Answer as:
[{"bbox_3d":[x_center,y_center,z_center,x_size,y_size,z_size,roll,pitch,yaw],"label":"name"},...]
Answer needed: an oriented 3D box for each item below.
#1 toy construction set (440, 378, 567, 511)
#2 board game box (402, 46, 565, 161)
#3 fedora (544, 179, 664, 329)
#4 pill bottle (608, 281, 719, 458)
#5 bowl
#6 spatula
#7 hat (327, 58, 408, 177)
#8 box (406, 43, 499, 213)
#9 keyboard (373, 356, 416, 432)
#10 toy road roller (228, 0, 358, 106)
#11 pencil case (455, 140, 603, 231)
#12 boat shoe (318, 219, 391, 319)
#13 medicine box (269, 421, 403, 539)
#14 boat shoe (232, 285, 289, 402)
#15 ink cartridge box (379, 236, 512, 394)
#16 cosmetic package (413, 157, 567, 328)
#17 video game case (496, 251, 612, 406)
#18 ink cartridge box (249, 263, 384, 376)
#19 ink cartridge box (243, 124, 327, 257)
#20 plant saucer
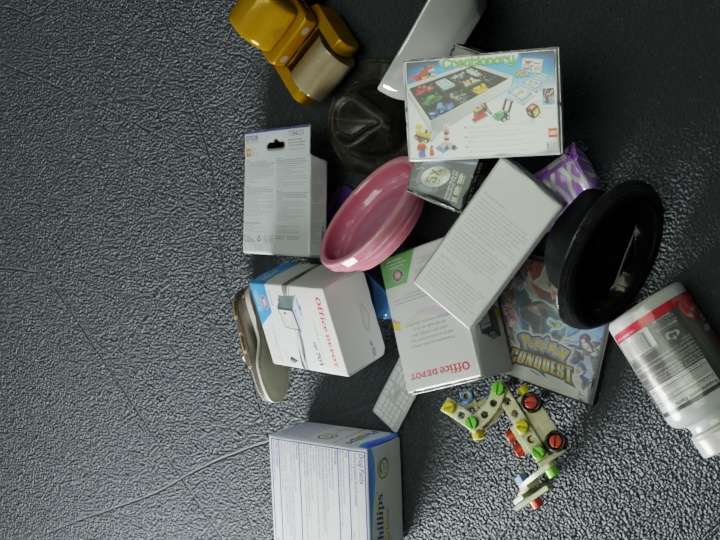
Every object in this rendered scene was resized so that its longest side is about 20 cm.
[{"bbox_3d":[0.216,0.240,1.344,0.130,0.092,0.202,-34,84,6],"label":"toy construction set"},{"bbox_3d":[0.153,-0.204,1.179,0.196,0.035,0.129,0,101,20],"label":"board game box"},{"bbox_3d":[0.296,-0.030,1.213,0.091,0.198,0.204,35,114,46],"label":"fedora"},{"bbox_3d":[0.409,0.126,1.190,0.110,0.110,0.202,-38,75,30],"label":"pill bottle"},{"bbox_3d":[0.107,-0.325,1.310,0.074,0.200,0.201,32,114,-3],"label":"bowl"},{"bbox_3d":[0.029,-0.075,1.477,0.198,0.020,0.057,28,99,25],"label":"spatula"},{"bbox_3d":[0.013,-0.230,1.436,0.197,0.080,0.205,3,96,33],"label":"hat"},{"bbox_3d":[0.153,-0.194,1.289,0.085,0.163,0.203,23,109,16],"label":"box"},{"bbox_3d":[0.079,0.156,1.476,0.056,0.011,0.202,36,113,25],"label":"keyboard"},{"bbox_3d":[-0.112,-0.365,1.458,0.123,0.145,0.202,-45,65,29],"label":"toy road roller"},{"bbox_3d":[0.233,-0.090,1.286,0.199,0.085,0.085,-36,48,23],"label":"pencil case"},{"bbox_3d":[0.000,0.000,1.479,0.201,0.068,0.085,53,130,21],"label":"boat shoe"},{"bbox_3d":[-0.040,0.352,1.522,0.197,0.102,0.186,1,96,33],"label":"medicine box"},{"bbox_3d":[-0.172,0.127,1.608,0.059,0.071,0.204,-19,81,39],"label":"boat shoe"},{"bbox_3d":[0.122,0.065,1.369,0.144,0.087,0.204,-19,78,42],"label":"ink cartridge box"},{"bbox_3d":[0.169,-0.036,1.236,0.101,0.071,0.201,39,107,11],"label":"cosmetic package"},{"bbox_3d":[0.258,0.072,1.337,0.197,0.025,0.184,18,105,31],"label":"video game case"},{"bbox_3d":[-0.070,0.072,1.475,0.198,0.085,0.149,3,114,52],"label":"ink cartridge box"},{"bbox_3d":[-0.123,-0.126,1.528,0.195,0.043,0.205,5,94,52],"label":"ink cartridge box"},{"bbox_3d":[0.023,-0.074,1.380,0.051,0.202,0.199,40,124,-22],"label":"plant saucer"}]
